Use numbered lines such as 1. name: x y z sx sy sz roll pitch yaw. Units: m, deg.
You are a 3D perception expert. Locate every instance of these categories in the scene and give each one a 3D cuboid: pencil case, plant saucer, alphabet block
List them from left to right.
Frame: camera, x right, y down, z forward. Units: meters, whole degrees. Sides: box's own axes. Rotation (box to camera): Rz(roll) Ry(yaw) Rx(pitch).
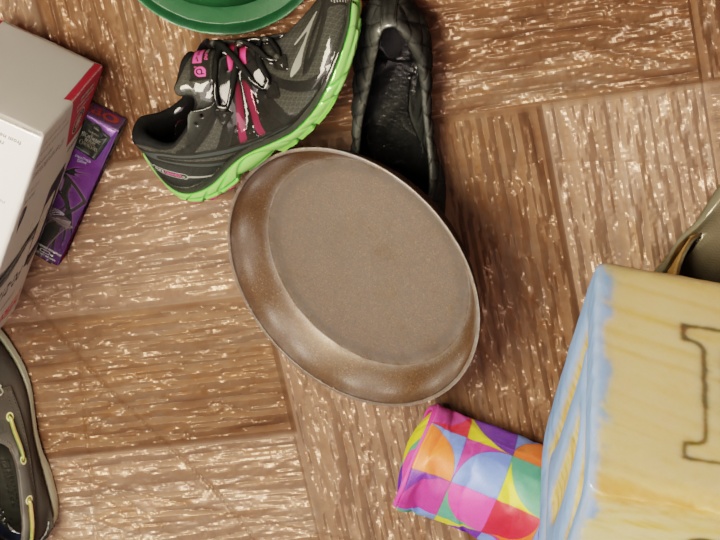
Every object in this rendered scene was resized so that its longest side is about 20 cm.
1. plant saucer: 0.000 0.000 1.593 0.199 0.032 0.201 19 129 25
2. pencil case: 0.122 0.168 1.649 0.199 0.088 0.089 25 117 1
3. alphabet block: 0.227 0.137 1.512 0.198 0.197 0.196 9 138 -1

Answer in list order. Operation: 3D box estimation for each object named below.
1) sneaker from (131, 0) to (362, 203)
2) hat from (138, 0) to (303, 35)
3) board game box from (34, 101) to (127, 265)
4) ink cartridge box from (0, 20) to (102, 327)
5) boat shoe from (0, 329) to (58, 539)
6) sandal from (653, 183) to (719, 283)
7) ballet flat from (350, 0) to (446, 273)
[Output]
1. sneaker: -0.076 -0.120 1.548 0.084 0.077 0.200 37 120 -27
2. hat: -0.104 -0.215 1.463 0.165 0.176 0.201 23 117 0
3. board game box: -0.275 -0.099 1.637 0.199 0.032 0.121 27 112 -1
4. ink cartridge box: -0.257 -0.044 1.561 0.084 0.145 0.201 24 115 0
5. boat shoe: -0.275 0.120 1.717 0.071 0.061 0.202 -12 112 16
6. sandal: 0.237 0.013 1.568 0.080 0.054 0.201 27 118 -1
7. ballet flat: 0.020 -0.088 1.564 0.066 0.057 0.201 0 115 11
